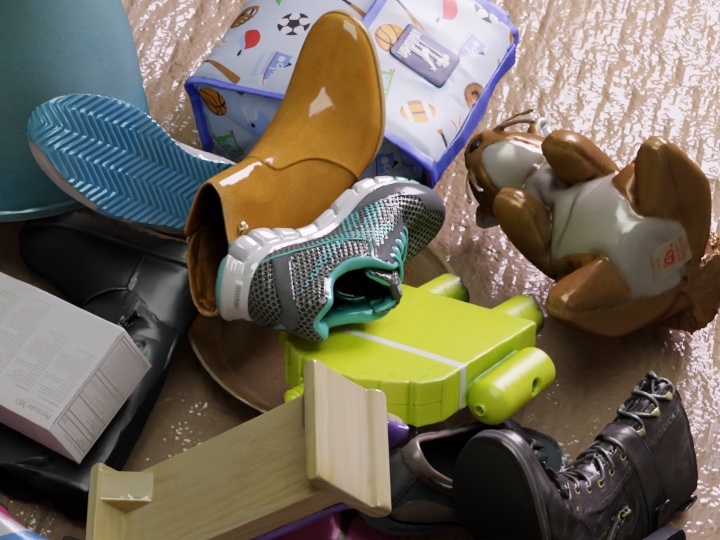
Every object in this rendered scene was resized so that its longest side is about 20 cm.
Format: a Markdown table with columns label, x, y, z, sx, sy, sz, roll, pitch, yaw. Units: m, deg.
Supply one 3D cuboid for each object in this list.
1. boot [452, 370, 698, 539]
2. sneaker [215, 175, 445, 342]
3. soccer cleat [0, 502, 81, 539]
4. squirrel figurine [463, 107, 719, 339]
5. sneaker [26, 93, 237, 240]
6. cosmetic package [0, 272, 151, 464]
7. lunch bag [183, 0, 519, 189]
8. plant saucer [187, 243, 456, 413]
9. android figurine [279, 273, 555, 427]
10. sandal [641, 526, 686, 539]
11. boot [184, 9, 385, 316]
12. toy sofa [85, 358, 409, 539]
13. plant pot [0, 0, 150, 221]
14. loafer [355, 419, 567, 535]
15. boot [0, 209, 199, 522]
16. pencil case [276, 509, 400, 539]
| label | x | y | z | sx | sy | sz | roll | pitch | yaw |
| --- | --- | --- | --- | --- | --- | --- | --- | --- | --- |
| boot | 0.146 | 0.127 | 1.404 | 0.069 | 0.200 | 0.174 | 16 | 52 | 38 |
| sneaker | 0.000 | 0.000 | 1.445 | 0.091 | 0.078 | 0.200 | 25 | 37 | 33 |
| soccer cleat | -0.232 | 0.186 | 1.340 | 0.200 | 0.070 | 0.086 | 24 | 39 | -16 |
| squirrel figurine | 0.165 | -0.034 | 1.572 | 0.200 | 0.142 | 0.187 | 23 | 4 | -43 |
| sneaker | -0.151 | -0.062 | 1.492 | 0.081 | 0.200 | 0.077 | 3 | 73 | 48 |
| cosmetic package | -0.238 | 0.049 | 1.436 | 0.200 | 0.051 | 0.083 | 23 | 66 | 34 |
| lunch bag | -0.002 | -0.141 | 1.614 | 0.200 | 0.124 | 0.170 | 14 | 52 | 24 |
| plant saucer | -0.025 | 0.038 | 1.542 | 0.200 | 0.035 | 0.200 | 4 | 51 | -4 |
| android figurine | 0.031 | 0.055 | 1.439 | 0.182 | 0.041 | 0.200 | 15 | 28 | 30 |
| sandal | 0.176 | 0.204 | 1.359 | 0.045 | 0.075 | 0.200 | 11 | 14 | 27 |
| boot | -0.054 | -0.071 | 1.464 | 0.071 | 0.201 | 0.144 | 15 | 16 | 32 |
| toy sofa | -0.067 | 0.139 | 1.338 | 0.200 | 0.098 | 0.083 | -26 | 48 | 31 |
| plant pot | -0.251 | -0.164 | 1.544 | 0.200 | 0.188 | 0.200 | -2 | 30 | 1 |
| loafer | 0.078 | 0.129 | 1.411 | 0.200 | 0.063 | 0.072 | -4 | 59 | -49 |
| boot | -0.204 | 0.062 | 1.488 | 0.165 | 0.066 | 0.200 | 10 | 62 | 30 |
| pencil case | 0.006 | 0.224 | 1.367 | 0.094 | 0.091 | 0.200 | 14 | 43 | -40 |
